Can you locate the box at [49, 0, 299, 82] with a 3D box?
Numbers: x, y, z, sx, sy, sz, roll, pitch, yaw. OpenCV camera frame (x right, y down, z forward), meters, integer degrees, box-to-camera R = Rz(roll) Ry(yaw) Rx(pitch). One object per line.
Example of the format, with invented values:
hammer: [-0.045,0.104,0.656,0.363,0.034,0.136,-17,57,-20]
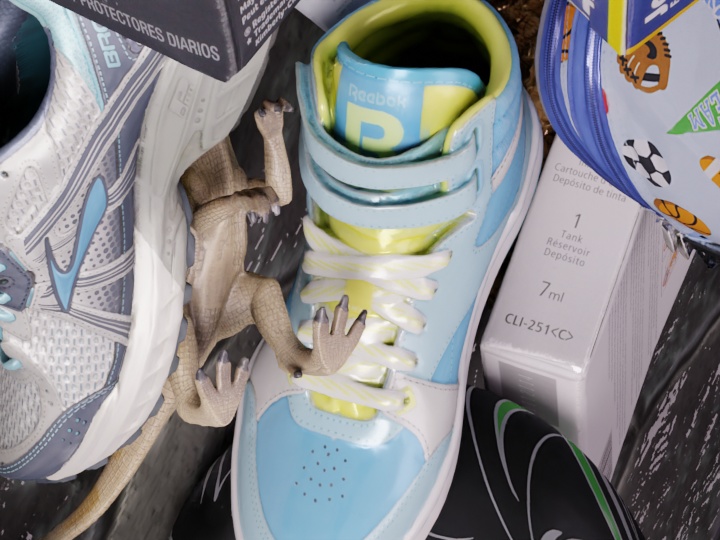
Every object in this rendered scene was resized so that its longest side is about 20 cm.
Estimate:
box: [-0.060,-0.163,0.646,0.106,0.122,0.201,-51,151,-28]

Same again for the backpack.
backpack: [0.148,-0.086,0.923,0.190,0.153,0.201,31,73,-58]

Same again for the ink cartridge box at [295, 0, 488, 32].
ink cartridge box: [0.034,-0.165,0.871,0.196,0.043,0.200,-48,158,5]

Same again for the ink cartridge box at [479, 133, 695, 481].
ink cartridge box: [0.099,-0.006,1.097,0.200,0.044,0.177,78,32,-67]

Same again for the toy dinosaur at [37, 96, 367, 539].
toy dinosaur: [-0.051,0.010,0.856,0.058,0.101,0.201,0,108,-36]

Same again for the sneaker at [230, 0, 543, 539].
sneaker: [0.000,0.000,0.876,0.131,0.079,0.201,72,32,-67]

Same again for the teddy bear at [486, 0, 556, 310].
teddy bear: [0.066,-0.064,1.086,0.145,0.067,0.200,-54,161,-4]

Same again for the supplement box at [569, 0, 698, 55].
supplement box: [0.113,-0.178,0.791,0.200,0.109,0.110,-38,156,-15]

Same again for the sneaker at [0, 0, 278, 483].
sneaker: [-0.094,-0.025,0.790,0.086,0.078,0.201,-4,126,-33]

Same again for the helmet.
helmet: [0.020,0.133,1.000,0.191,0.199,0.201,-110,-153,-58]
